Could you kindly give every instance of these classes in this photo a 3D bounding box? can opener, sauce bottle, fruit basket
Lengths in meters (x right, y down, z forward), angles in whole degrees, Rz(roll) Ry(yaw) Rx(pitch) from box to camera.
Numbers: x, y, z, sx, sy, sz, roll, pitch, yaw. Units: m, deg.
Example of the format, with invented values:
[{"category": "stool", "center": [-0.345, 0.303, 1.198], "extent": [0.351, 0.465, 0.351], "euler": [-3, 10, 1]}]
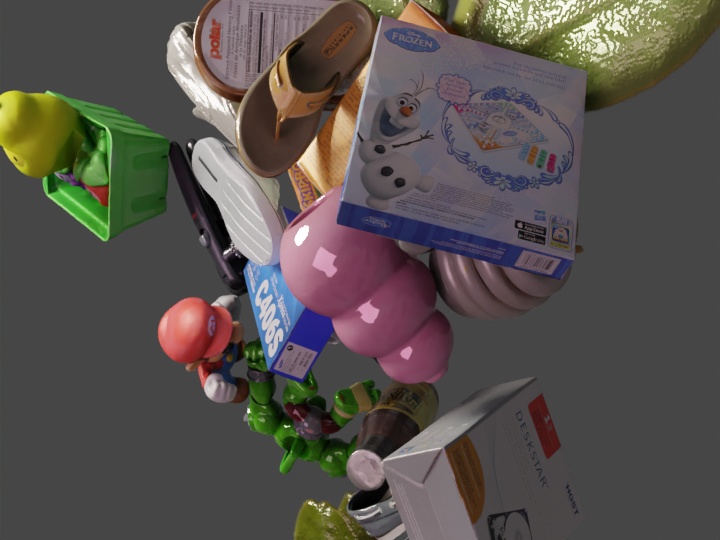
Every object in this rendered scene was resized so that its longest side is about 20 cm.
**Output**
[{"category": "can opener", "center": [-0.180, -0.066, 1.180], "extent": [0.078, 0.063, 0.203], "euler": [-29, 86, 38]}, {"category": "sauce bottle", "center": [0.034, 0.163, 1.001], "extent": [0.065, 0.200, 0.068], "euler": [3, 102, 14]}, {"category": "fruit basket", "center": [-0.351, -0.137, 1.177], "extent": [0.213, 0.214, 0.159], "euler": [20, 114, 29]}]

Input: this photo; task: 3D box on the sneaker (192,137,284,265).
[{"category": "sneaker", "center": [-0.119, -0.084, 1.096], "extent": [0.201, 0.070, 0.074], "euler": [56, 137, 36]}]

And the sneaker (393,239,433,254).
[{"category": "sneaker", "center": [0.068, -0.087, 0.911], "extent": [0.074, 0.202, 0.079], "euler": [27, 145, -8]}]

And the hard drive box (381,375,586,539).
[{"category": "hard drive box", "center": [0.125, 0.212, 0.953], "extent": [0.076, 0.199, 0.159], "euler": [-20, 92, 36]}]

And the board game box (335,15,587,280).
[{"category": "board game box", "center": [0.092, -0.109, 0.849], "extent": [0.196, 0.203, 0.044], "euler": [14, 151, -4]}]

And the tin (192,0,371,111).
[{"category": "tin", "center": [-0.072, -0.226, 1.000], "extent": [0.195, 0.042, 0.115], "euler": [3, 85, -6]}]

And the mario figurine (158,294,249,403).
[{"category": "mario figurine", "center": [-0.155, 0.090, 1.137], "extent": [0.106, 0.201, 0.123], "euler": [-43, 71, -10]}]

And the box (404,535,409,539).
[{"category": "box", "center": [0.106, 0.375, 1.065], "extent": [0.201, 0.117, 0.197], "euler": [49, 125, 13]}]

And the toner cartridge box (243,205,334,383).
[{"category": "toner cartridge box", "center": [-0.075, 0.020, 1.057], "extent": [0.096, 0.043, 0.201], "euler": [-57, 27, 19]}]

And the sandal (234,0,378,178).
[{"category": "sandal", "center": [-0.052, -0.184, 0.955], "extent": [0.080, 0.054, 0.201], "euler": [38, 85, -6]}]

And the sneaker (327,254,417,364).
[{"category": "sneaker", "center": [0.000, 0.000, 1.061], "extent": [0.113, 0.075, 0.204], "euler": [11, 112, 31]}]

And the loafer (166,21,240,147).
[{"category": "loafer", "center": [-0.157, -0.195, 1.130], "extent": [0.202, 0.069, 0.070], "euler": [56, 133, 18]}]

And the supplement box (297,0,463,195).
[{"category": "supplement box", "center": [0.024, -0.160, 0.975], "extent": [0.069, 0.066, 0.201], "euler": [45, 110, 26]}]

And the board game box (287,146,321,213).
[{"category": "board game box", "center": [-0.073, -0.139, 1.066], "extent": [0.029, 0.096, 0.204], "euler": [-17, 92, 4]}]

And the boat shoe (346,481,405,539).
[{"category": "boat shoe", "center": [0.052, 0.230, 1.081], "extent": [0.061, 0.073, 0.201], "euler": [31, 129, -10]}]

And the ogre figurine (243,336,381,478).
[{"category": "ogre figurine", "center": [-0.058, 0.167, 1.130], "extent": [0.196, 0.099, 0.121], "euler": [19, 127, -17]}]

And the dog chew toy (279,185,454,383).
[{"category": "dog chew toy", "center": [0.015, 0.021, 0.923], "extent": [0.124, 0.125, 0.201], "euler": [-30, 104, 37]}]

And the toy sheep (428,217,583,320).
[{"category": "toy sheep", "center": [0.126, -0.019, 0.937], "extent": [0.199, 0.136, 0.140], "euler": [-24, 89, 52]}]
